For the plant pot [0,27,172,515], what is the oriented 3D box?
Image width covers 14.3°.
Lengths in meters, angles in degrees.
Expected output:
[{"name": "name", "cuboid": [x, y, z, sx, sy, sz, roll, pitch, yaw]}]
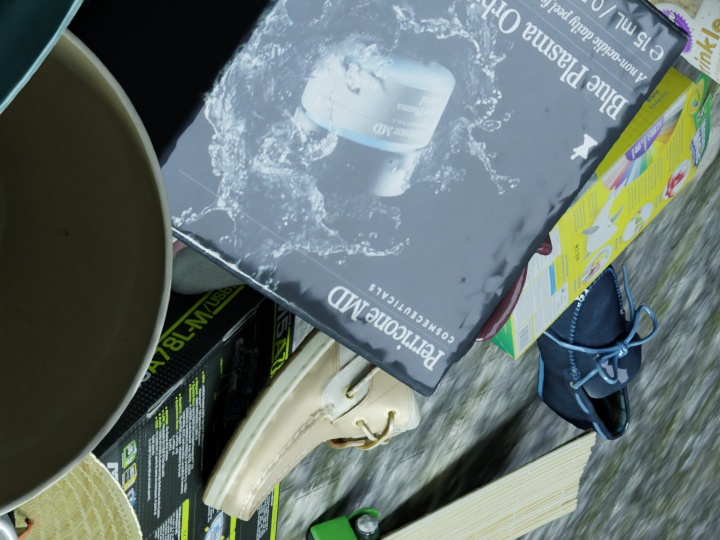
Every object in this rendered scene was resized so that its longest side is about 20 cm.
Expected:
[{"name": "plant pot", "cuboid": [-0.175, -0.014, 1.042, 0.200, 0.200, 0.134, -52, -168, 0]}]

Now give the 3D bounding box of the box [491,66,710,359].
[{"name": "box", "cuboid": [0.143, -0.050, 1.761, 0.200, 0.048, 0.117, -43, 156, -17]}]

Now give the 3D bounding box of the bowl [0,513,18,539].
[{"name": "bowl", "cuboid": [-0.247, 0.142, 1.162, 0.199, 0.075, 0.200, 2, 130, -22]}]

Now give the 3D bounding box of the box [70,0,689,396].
[{"name": "box", "cuboid": [0.000, -0.085, 1.231, 0.197, 0.117, 0.200, 33, 95, -39]}]

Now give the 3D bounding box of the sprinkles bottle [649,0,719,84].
[{"name": "sprinkles bottle", "cuboid": [0.184, -0.140, 1.499, 0.068, 0.200, 0.068, -42, 155, -24]}]

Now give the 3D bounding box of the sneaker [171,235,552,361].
[{"name": "sneaker", "cuboid": [0.000, 0.000, 1.366, 0.200, 0.116, 0.076, -24, 166, 19]}]

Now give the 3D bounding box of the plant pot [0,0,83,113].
[{"name": "plant pot", "cuboid": [-0.185, -0.125, 0.880, 0.200, 0.134, 0.200, -43, 156, -24]}]

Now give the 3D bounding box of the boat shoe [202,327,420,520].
[{"name": "boat shoe", "cuboid": [0.004, 0.052, 1.425, 0.200, 0.069, 0.074, -50, 176, -9]}]

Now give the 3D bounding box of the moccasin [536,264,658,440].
[{"name": "moccasin", "cuboid": [0.162, 0.048, 1.915, 0.080, 0.068, 0.200, -47, 158, -14]}]

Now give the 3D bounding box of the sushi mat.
[{"name": "sushi mat", "cuboid": [0.074, 0.175, 1.949, 0.200, 0.012, 0.096, -25, 147, -24]}]

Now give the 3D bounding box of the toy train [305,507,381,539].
[{"name": "toy train", "cuboid": [-0.011, 0.221, 1.865, 0.056, 0.042, 0.200, -18, 145, -16]}]

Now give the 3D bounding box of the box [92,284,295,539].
[{"name": "box", "cuboid": [-0.100, 0.116, 1.443, 0.193, 0.047, 0.200, -49, 151, -48]}]

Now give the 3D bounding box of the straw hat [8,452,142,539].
[{"name": "straw hat", "cuboid": [-0.193, 0.099, 1.253, 0.201, 0.085, 0.201, -8, 131, -9]}]
